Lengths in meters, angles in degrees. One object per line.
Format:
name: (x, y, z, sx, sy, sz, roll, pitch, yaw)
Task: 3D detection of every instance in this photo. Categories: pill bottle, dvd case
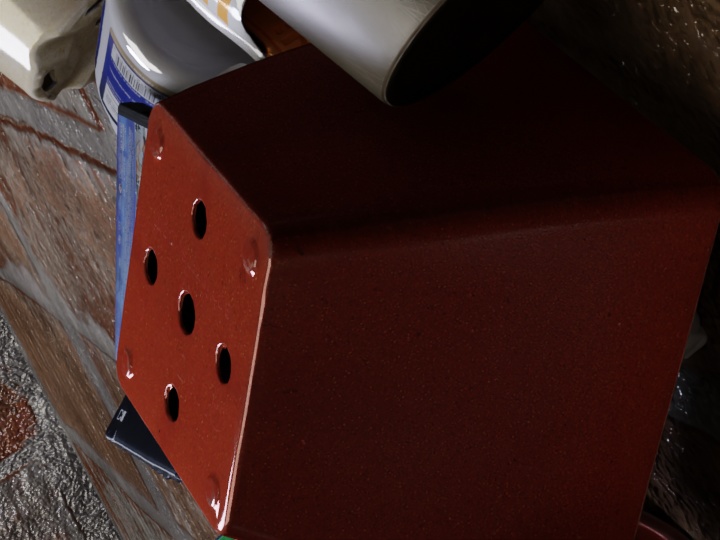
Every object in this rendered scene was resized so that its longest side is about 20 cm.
pill bottle: (-0.094, -0.127, 1.231, 0.116, 0.115, 0.200, 58, 165, 5)
dvd case: (-0.096, -0.004, 1.075, 0.200, 0.017, 0.144, -151, 62, -70)

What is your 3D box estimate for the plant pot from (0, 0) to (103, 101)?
plant pot: (-0.221, -0.217, 1.375, 0.183, 0.200, 0.201, 45, 162, 9)

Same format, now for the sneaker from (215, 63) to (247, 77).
sneaker: (-0.051, -0.014, 1.157, 0.116, 0.074, 0.200, 44, 156, 12)

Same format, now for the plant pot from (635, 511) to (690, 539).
plant pot: (0.124, 0.260, 1.156, 0.201, 0.200, 0.196, 44, 167, 44)

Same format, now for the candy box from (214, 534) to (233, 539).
candy box: (0.013, 0.245, 1.516, 0.199, 0.077, 0.170, -6, 116, 42)

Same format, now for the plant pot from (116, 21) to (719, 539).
plant pot: (0.006, 0.013, 0.898, 0.200, 0.175, 0.201, 47, 133, 52)

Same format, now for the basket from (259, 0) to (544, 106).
basket: (-0.012, -0.176, 0.848, 0.200, 0.136, 0.180, 48, 118, 12)

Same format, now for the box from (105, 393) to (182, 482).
box: (-0.022, 0.104, 1.274, 0.199, 0.118, 0.197, 30, 174, -19)

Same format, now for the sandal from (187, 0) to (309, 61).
sandal: (-0.030, -0.141, 1.096, 0.207, 0.079, 0.059, 48, 161, 10)

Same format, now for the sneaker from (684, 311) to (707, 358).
sneaker: (0.087, 0.008, 0.993, 0.100, 0.078, 0.200, 67, 162, -11)
